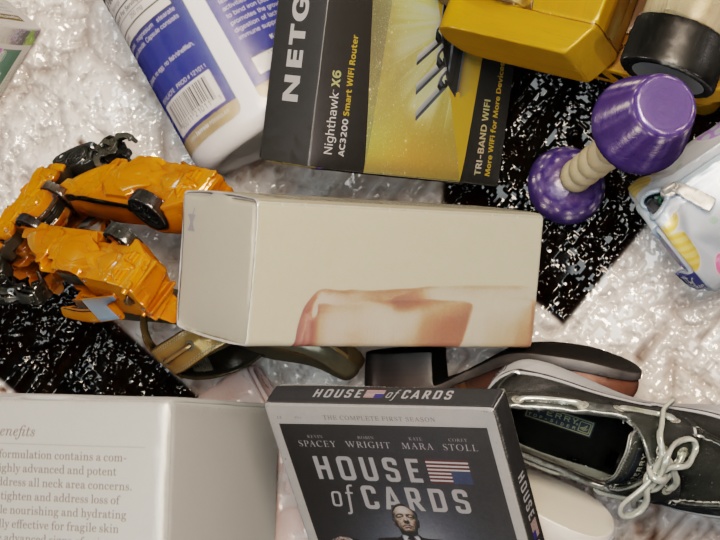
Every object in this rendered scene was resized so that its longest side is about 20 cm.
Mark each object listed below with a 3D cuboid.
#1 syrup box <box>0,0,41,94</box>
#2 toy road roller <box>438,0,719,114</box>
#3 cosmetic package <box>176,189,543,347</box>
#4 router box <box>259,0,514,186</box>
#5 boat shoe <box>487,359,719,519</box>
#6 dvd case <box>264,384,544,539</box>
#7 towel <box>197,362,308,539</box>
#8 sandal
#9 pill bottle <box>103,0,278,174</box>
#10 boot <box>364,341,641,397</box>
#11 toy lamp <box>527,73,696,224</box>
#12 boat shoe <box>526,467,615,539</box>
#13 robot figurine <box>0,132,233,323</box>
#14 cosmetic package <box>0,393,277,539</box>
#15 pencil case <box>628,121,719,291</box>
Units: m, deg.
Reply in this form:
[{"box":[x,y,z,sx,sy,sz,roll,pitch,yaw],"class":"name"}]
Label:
[{"box":[-0.328,-0.193,1.195,0.200,0.081,0.079,38,104,10],"class":"syrup box"},{"box":[0.158,-0.162,1.036,0.200,0.146,0.123,18,82,25],"class":"toy road roller"},{"box":[0.000,0.000,1.052,0.200,0.103,0.087,2,95,-29],"class":"cosmetic package"},{"box":[0.026,-0.157,1.065,0.052,0.157,0.200,13,99,50],"class":"router box"},{"box":[0.168,0.107,1.026,0.199,0.068,0.074,22,111,4],"class":"boat shoe"},{"box":[0.037,0.156,1.034,0.150,0.025,0.200,-1,121,28],"class":"dvd case"},{"box":[-0.103,0.194,1.166,0.200,0.032,0.191,-37,72,14],"class":"towel"},{"box":[-0.096,0.049,1.140,0.200,0.080,0.054,14,82,17],"class":"sandal"},{"box":[-0.100,-0.173,1.117,0.116,0.116,0.200,-30,85,15],"class":"pill bottle"},{"box":[0.092,0.148,1.110,0.188,0.068,0.200,-3,93,15],"class":"boot"},{"box":[0.146,-0.070,1.013,0.058,0.200,0.058,2,78,-8],"class":"toy lamp"},{"box":[0.057,0.143,1.071,0.200,0.072,0.069,21,113,9],"class":"boat shoe"},{"box":[-0.169,-0.023,1.124,0.200,0.058,0.145,9,56,49],"class":"robot figurine"},{"box":[-0.158,0.178,1.084,0.167,0.166,0.200,0,85,21],"class":"cosmetic package"},{"box":[0.257,-0.077,1.041,0.200,0.091,0.083,-38,40,12],"class":"pencil case"}]
